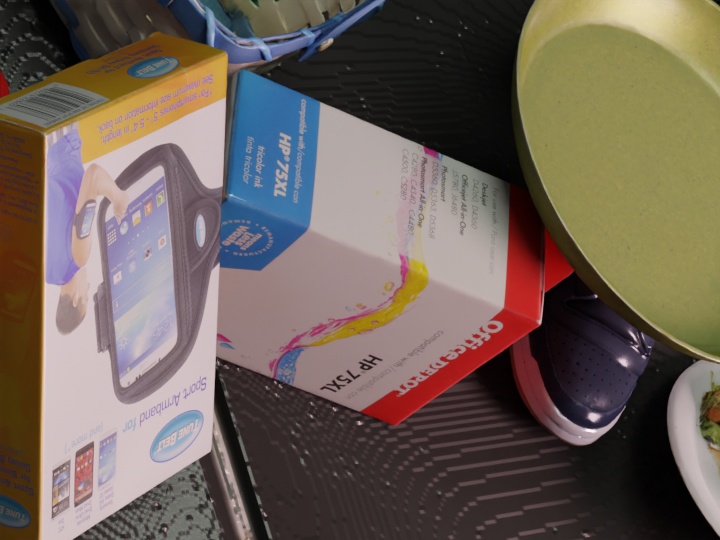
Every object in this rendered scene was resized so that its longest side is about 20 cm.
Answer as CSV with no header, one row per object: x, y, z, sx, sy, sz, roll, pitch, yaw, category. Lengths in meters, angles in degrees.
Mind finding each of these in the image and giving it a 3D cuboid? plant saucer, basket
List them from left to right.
-0.058,-0.171,1.204,0.139,0.200,0.177,-29,86,-43,basket
0.138,-0.043,1.247,0.199,0.031,0.201,21,52,-30,plant saucer

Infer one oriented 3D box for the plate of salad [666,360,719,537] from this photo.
0.238,0.107,1.348,0.199,0.048,0.201,24,33,-17,plate of salad

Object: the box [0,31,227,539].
-0.102,0.019,1.089,0.119,0.041,0.201,-31,129,-52,box

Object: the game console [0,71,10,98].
-0.235,-0.017,1.037,0.031,0.176,0.201,72,27,-47,game console

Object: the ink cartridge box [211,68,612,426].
0.000,0.000,1.212,0.199,0.116,0.068,22,54,-26,ink cartridge box

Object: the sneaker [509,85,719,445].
0.139,-0.014,1.330,0.070,0.108,0.201,35,49,-15,sneaker

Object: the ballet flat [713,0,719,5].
0.152,-0.129,1.419,0.200,0.075,0.068,15,91,-64,ballet flat
